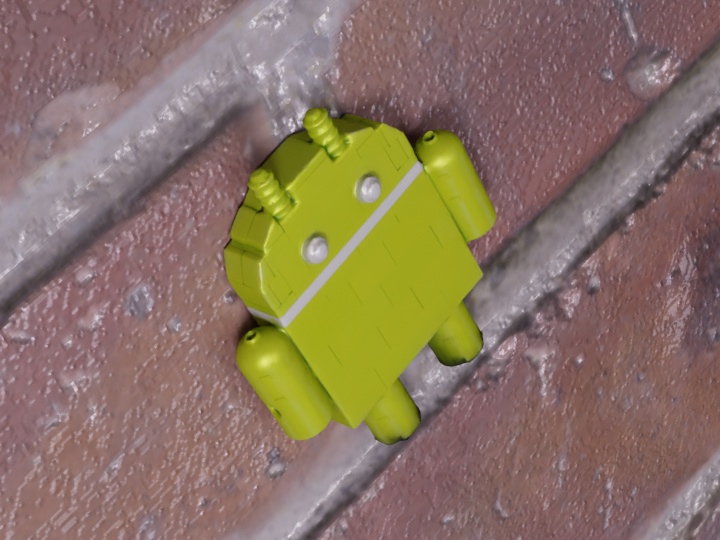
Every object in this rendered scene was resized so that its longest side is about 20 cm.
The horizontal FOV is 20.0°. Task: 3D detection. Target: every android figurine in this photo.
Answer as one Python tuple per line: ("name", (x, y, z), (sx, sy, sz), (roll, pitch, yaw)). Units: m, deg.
("android figurine", (0.000, 0.000, 1.110), (0.182, 0.041, 0.201), (-47, 131, -21))
